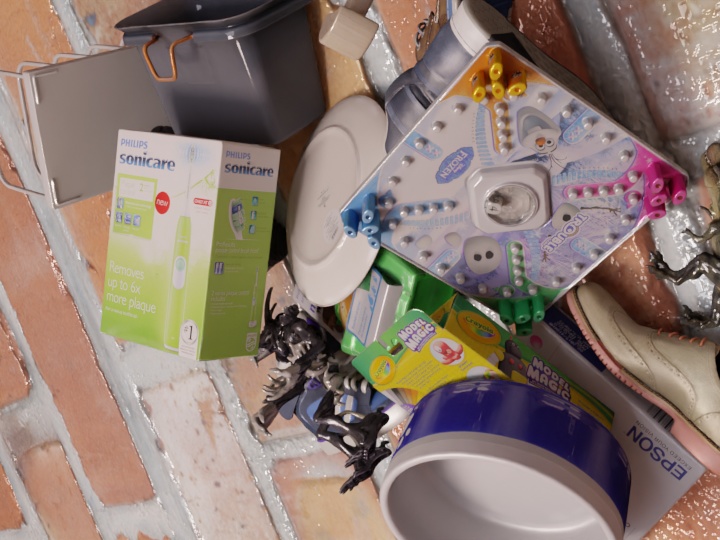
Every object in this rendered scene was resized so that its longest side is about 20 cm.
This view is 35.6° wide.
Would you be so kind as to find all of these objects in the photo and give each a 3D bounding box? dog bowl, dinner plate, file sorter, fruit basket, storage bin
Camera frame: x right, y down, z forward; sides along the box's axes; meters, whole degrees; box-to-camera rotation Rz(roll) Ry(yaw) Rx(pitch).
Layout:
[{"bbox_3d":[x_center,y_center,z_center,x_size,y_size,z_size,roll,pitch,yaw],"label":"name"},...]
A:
[{"bbox_3d":[0.120,0.184,0.923,0.197,0.079,0.202,14,137,13],"label":"dog bowl"},{"bbox_3d":[-0.029,-0.068,1.059,0.199,0.024,0.203,-23,63,55],"label":"dinner plate"},{"bbox_3d":[-0.291,-0.169,1.211,0.124,0.199,0.141,14,118,41],"label":"file sorter"},{"bbox_3d":[0.000,0.000,1.084,0.199,0.093,0.187,36,125,35],"label":"fruit basket"},{"bbox_3d":[-0.132,-0.197,1.100,0.198,0.145,0.136,6,124,42],"label":"storage bin"}]

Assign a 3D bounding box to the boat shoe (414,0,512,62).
[{"bbox_3d":[0.081,-0.187,0.937,0.072,0.072,0.203,13,115,45],"label":"boat shoe"}]

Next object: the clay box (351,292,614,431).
[{"bbox_3d":[0.101,0.100,0.945,0.199,0.048,0.115,38,137,-9],"label":"clay box"}]

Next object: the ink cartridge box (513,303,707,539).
[{"bbox_3d":[0.189,0.159,1.010,0.196,0.043,0.201,41,131,17],"label":"ink cartridge box"}]

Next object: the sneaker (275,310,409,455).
[{"bbox_3d":[-0.020,0.102,1.161,0.147,0.080,0.200,58,142,1],"label":"sneaker"}]

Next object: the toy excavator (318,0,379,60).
[{"bbox_3d":[0.042,-0.282,0.871,0.099,0.197,0.200,23,155,-14],"label":"toy excavator"}]

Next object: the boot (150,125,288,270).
[{"bbox_3d":[-0.182,-0.051,1.223,0.200,0.070,0.131,47,136,-7],"label":"boot"}]

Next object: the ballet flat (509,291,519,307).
[{"bbox_3d":[0.083,-0.047,0.957,0.200,0.069,0.069,49,137,-6],"label":"ballet flat"}]

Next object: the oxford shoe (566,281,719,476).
[{"bbox_3d":[0.253,0.072,0.907,0.200,0.071,0.074,46,116,15],"label":"oxford shoe"}]

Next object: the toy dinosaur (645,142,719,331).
[{"bbox_3d":[0.277,0.008,0.861,0.087,0.047,0.202,-16,100,40],"label":"toy dinosaur"}]

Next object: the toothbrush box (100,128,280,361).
[{"bbox_3d":[-0.165,-0.027,1.079,0.144,0.086,0.203,12,96,37],"label":"toothbrush box"}]

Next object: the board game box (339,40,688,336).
[{"bbox_3d":[0.115,-0.050,0.862,0.199,0.026,0.200,29,127,-20],"label":"board game box"}]

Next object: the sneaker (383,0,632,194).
[{"bbox_3d":[0.110,-0.100,0.885,0.201,0.077,0.146,36,121,-17],"label":"sneaker"}]

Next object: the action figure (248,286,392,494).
[{"bbox_3d":[-0.057,0.113,1.085,0.200,0.101,0.119,50,157,24],"label":"action figure"}]

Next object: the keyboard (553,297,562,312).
[{"bbox_3d":[0.155,-0.045,0.976,0.056,0.011,0.203,19,121,37],"label":"keyboard"}]
